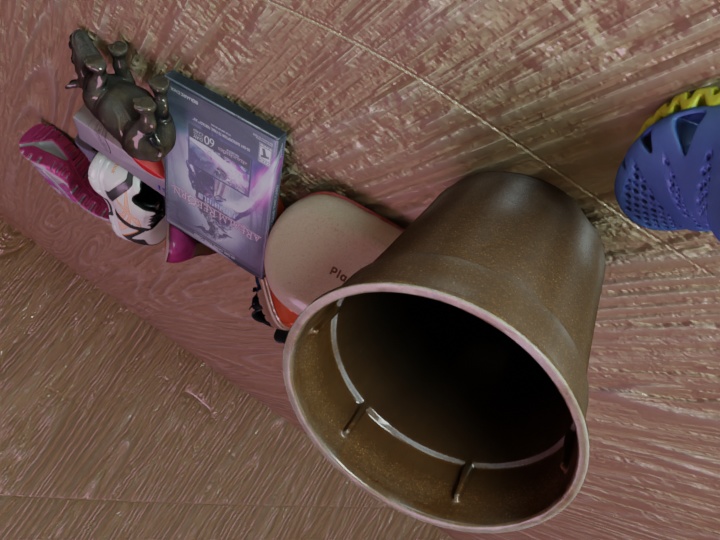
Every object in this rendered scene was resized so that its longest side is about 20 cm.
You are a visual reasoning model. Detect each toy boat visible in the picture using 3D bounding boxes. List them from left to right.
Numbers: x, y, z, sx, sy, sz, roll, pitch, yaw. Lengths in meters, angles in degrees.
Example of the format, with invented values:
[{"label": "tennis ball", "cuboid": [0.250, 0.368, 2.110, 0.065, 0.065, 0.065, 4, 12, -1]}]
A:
[{"label": "toy boat", "cuboid": [0.000, 0.000, 0.831, 0.200, 0.131, 0.131, 30, -169, 9]}]

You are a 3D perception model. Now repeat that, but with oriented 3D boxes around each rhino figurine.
[{"label": "rhino figurine", "cuboid": [-0.254, -0.183, 0.803, 0.200, 0.060, 0.088, 42, 144, 28]}]

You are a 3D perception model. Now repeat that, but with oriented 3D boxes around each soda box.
[{"label": "soda box", "cuboid": [-0.235, -0.135, 0.929, 0.200, 0.064, 0.068, 35, 162, -5]}]

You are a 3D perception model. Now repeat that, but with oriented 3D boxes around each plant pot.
[{"label": "plant pot", "cuboid": [0.078, 0.039, 0.556, 0.200, 0.198, 0.201, 15, 128, 19]}]

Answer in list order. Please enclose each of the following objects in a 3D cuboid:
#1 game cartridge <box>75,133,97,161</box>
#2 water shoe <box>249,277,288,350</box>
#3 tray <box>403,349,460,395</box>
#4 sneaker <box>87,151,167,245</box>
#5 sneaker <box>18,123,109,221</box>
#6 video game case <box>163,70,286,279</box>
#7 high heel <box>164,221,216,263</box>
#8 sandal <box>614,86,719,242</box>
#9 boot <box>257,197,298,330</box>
[{"label": "game cartridge", "cuboid": [-0.306, -0.124, 1.127, 0.199, 0.041, 0.133, 26, 165, 23]}, {"label": "water shoe", "cuboid": [-0.122, 0.027, 1.049, 0.200, 0.079, 0.072, 46, 172, 44]}, {"label": "tray", "cuboid": [0.084, 0.048, 0.692, 0.107, 0.200, 0.022, 32, 132, 3]}, {"label": "sneaker", "cuboid": [-0.289, -0.082, 1.036, 0.080, 0.074, 0.200, 26, 161, 15]}, {"label": "sneaker", "cuboid": [-0.440, -0.147, 1.241, 0.200, 0.081, 0.088, 41, 164, 4]}, {"label": "video game case", "cuboid": [-0.148, -0.095, 0.829, 0.143, 0.019, 0.200, 30, 137, 15]}, {"label": "high heel", "cuboid": [-0.190, -0.046, 0.998, 0.096, 0.068, 0.200, 8, -165, -4]}, {"label": "sandal", "cuboid": [0.195, -0.046, 0.391, 0.079, 0.087, 0.200, 35, 164, -12]}, {"label": "boot", "cuboid": [-0.079, -0.019, 0.903, 0.107, 0.075, 0.201, 4, 124, 41]}]
